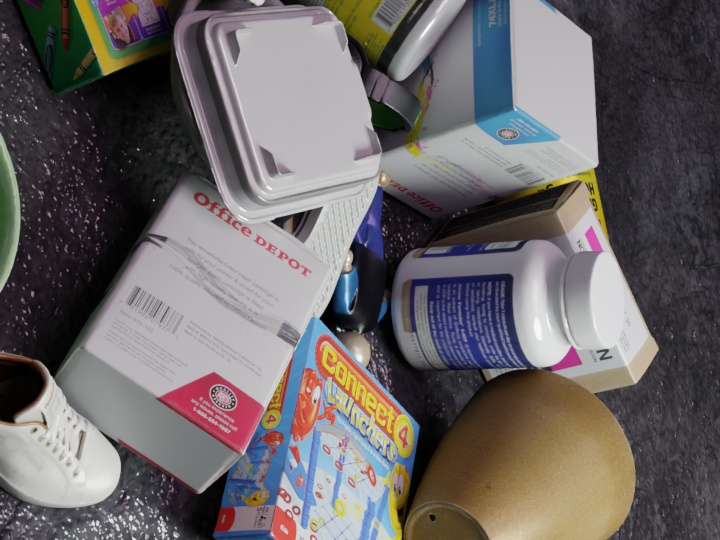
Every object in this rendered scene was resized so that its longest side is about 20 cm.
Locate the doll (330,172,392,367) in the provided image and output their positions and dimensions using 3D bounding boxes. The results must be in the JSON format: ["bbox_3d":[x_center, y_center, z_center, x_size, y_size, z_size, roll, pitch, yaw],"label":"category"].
[{"bbox_3d":[0.000,0.000,1.520,0.137,0.048,0.202,53,38,-61],"label":"doll"}]

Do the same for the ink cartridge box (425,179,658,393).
[{"bbox_3d":[0.181,0.029,1.654,0.075,0.164,0.201,-44,112,-51],"label":"ink cartridge box"}]

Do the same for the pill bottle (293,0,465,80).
[{"bbox_3d":[-0.008,-0.276,1.497,0.200,0.115,0.114,39,40,4],"label":"pill bottle"}]

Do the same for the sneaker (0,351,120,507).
[{"bbox_3d":[-0.227,0.111,1.153,0.200,0.084,0.073,36,49,-43],"label":"sneaker"}]

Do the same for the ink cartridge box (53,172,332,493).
[{"bbox_3d":[-0.128,0.044,1.268,0.145,0.083,0.201,34,47,-9],"label":"ink cartridge box"}]

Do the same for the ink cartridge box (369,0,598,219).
[{"bbox_3d":[0.106,-0.162,1.593,0.146,0.199,0.147,27,56,-45],"label":"ink cartridge box"}]

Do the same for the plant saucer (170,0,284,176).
[{"bbox_3d":[-0.098,-0.139,1.354,0.200,0.050,0.202,28,54,-47],"label":"plant saucer"}]

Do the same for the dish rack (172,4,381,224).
[{"bbox_3d":[-0.055,-0.136,1.326,0.199,0.043,0.173,-17,89,-54],"label":"dish rack"}]

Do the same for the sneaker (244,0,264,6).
[{"bbox_3d":[-0.075,-0.289,1.360,0.078,0.090,0.201,32,23,-18],"label":"sneaker"}]

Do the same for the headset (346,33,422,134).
[{"bbox_3d":[-0.031,-0.191,1.490,0.199,0.123,0.095,25,82,-19],"label":"headset"}]

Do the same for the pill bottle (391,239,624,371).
[{"bbox_3d":[0.140,0.033,1.554,0.119,0.198,0.121,11,77,-60],"label":"pill bottle"}]

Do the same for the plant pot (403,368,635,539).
[{"bbox_3d":[0.125,0.211,1.495,0.200,0.185,0.188,-29,101,-53],"label":"plant pot"}]

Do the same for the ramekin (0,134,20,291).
[{"bbox_3d":[-0.327,-0.044,1.063,0.199,0.097,0.202,23,60,-47],"label":"ramekin"}]

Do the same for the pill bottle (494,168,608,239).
[{"bbox_3d":[0.204,-0.055,1.757,0.112,0.112,0.202,-5,81,-53],"label":"pill bottle"}]

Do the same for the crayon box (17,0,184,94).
[{"bbox_3d":[-0.190,-0.230,1.345,0.200,0.058,0.120,-33,104,-53],"label":"crayon box"}]

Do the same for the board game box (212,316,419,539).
[{"bbox_3d":[-0.030,0.175,1.386,0.200,0.055,0.197,48,44,-45],"label":"board game box"}]

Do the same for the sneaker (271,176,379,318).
[{"bbox_3d":[-0.059,-0.020,1.438,0.078,0.079,0.201,42,71,-47],"label":"sneaker"}]
